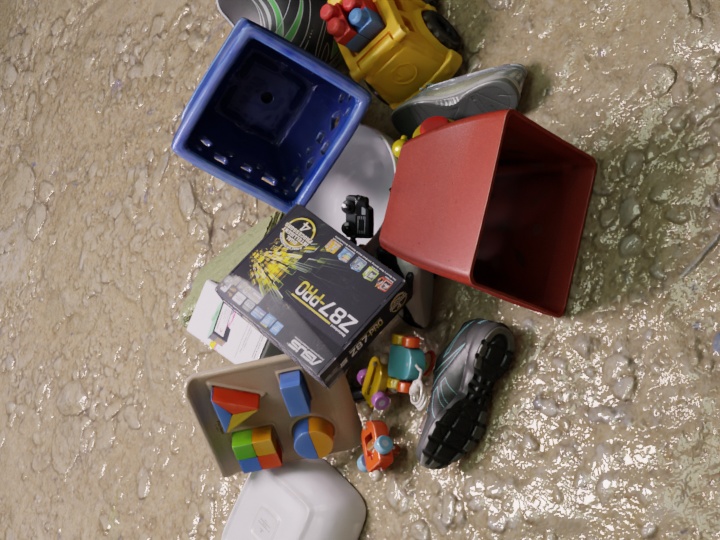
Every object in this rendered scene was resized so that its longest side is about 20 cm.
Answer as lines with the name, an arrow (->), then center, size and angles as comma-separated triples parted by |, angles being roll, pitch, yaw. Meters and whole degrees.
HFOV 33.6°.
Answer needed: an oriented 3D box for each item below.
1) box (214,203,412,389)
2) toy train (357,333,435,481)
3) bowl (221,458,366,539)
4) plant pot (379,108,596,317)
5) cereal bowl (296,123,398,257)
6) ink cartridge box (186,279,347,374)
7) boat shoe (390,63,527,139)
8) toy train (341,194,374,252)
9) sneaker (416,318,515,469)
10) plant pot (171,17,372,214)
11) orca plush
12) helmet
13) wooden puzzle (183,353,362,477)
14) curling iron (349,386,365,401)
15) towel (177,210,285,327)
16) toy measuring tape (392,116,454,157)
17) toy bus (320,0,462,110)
box -> -0.060, 0.028, 1.494 | 0.200, 0.049, 0.161 | 37, 79, 29
toy train -> 0.051, 0.169, 1.511 | 0.200, 0.055, 0.151 | 124, 143, -45
bowl -> -0.104, 0.348, 1.608 | 0.200, 0.075, 0.200 | 33, 100, 42
plant pot -> 0.139, -0.069, 1.426 | 0.176, 0.200, 0.201 | 8, 82, 42
cereal bowl -> -0.002, -0.098, 1.649 | 0.200, 0.083, 0.201 | -16, 66, 39
ink cartridge box -> -0.126, 0.094, 1.640 | 0.200, 0.145, 0.084 | 26, 93, 52
boat shoe -> 0.130, -0.223, 1.585 | 0.202, 0.074, 0.065 | -17, 31, 41
toy train -> 0.000, 0.000, 1.560 | 0.046, 0.034, 0.201 | 3, 104, 12
sneaker -> 0.122, 0.151, 1.476 | 0.200, 0.075, 0.079 | -62, 33, 0
plant pot -> -0.126, -0.219, 1.614 | 0.200, 0.200, 0.180 | -57, 19, 12
orca plush -> 0.048, -0.021, 1.532 | 0.071, 0.200, 0.105 | 4, 38, 20
helmet -> -0.108, -0.357, 1.759 | 0.200, 0.200, 0.191 | -28, 80, 33
wooden puzzle -> -0.107, 0.190, 1.538 | 0.199, 0.186, 0.046 | -15, 37, 2
curling iron -> -0.042, 0.180, 1.631 | 0.199, 0.026, 0.050 | -13, 37, 29
towel -> -0.188, 0.000, 1.780 | 0.200, 0.036, 0.149 | -35, 21, 27
toy measuring tape -> 0.139, -0.165, 1.545 | 0.199, 0.074, 0.074 | 0, 75, 18
toy bus -> 0.018, -0.339, 1.635 | 0.136, 0.192, 0.200 | -41, 51, 28
